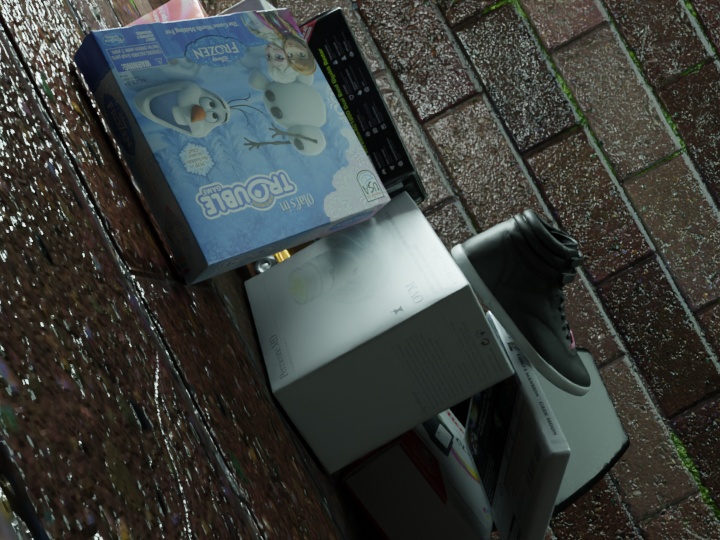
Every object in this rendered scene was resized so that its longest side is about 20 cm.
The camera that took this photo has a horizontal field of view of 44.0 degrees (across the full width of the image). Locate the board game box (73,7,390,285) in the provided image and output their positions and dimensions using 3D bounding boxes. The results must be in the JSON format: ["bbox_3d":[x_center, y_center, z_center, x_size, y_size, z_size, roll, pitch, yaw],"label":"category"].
[{"bbox_3d":[-0.097,-0.111,0.725,0.043,0.200,0.200,-33,-98,48],"label":"board game box"}]

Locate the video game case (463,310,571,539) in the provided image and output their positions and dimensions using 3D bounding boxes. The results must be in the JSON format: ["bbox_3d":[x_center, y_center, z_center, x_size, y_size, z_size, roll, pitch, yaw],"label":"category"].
[{"bbox_3d":[0.149,0.171,0.884,0.182,0.023,0.201,-108,-164,-48],"label":"video game case"}]

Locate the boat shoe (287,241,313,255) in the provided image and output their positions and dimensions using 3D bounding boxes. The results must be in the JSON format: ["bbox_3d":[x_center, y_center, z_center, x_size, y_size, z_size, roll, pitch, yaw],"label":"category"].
[{"bbox_3d":[-0.119,-0.084,1.145,0.200,0.072,0.065,46,-27,-11],"label":"boat shoe"}]

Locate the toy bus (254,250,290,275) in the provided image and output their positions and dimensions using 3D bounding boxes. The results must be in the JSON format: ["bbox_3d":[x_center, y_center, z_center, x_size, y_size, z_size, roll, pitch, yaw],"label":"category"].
[{"bbox_3d":[-0.060,0.047,1.057,0.200,0.078,0.065,63,1,38],"label":"toy bus"}]

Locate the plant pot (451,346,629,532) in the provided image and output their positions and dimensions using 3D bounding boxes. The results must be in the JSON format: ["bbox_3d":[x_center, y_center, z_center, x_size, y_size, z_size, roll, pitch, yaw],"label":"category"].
[{"bbox_3d":[0.214,0.198,1.128,0.200,0.177,0.200,-44,-115,58],"label":"plant pot"}]

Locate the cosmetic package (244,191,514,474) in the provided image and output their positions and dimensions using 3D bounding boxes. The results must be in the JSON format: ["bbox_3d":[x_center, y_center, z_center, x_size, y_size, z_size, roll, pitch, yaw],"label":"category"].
[{"bbox_3d":[0.009,0.053,0.873,0.123,0.199,0.200,58,3,-32],"label":"cosmetic package"}]

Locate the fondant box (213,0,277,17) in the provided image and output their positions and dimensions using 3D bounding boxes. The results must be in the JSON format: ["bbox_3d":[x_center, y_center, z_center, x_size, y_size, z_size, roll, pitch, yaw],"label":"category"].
[{"bbox_3d":[-0.090,-0.219,0.987,0.145,0.058,0.200,61,6,-10],"label":"fondant box"}]

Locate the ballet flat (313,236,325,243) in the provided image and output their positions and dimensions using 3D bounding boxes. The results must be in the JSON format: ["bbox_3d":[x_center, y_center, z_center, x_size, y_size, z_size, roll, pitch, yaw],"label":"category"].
[{"bbox_3d":[0.000,0.000,1.014,0.070,0.069,0.201,-117,-178,-53],"label":"ballet flat"}]

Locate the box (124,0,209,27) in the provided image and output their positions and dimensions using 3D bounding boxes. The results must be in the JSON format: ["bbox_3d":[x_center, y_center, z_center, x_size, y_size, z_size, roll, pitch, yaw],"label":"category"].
[{"bbox_3d":[-0.167,-0.172,0.871,0.095,0.102,0.200,59,4,-46],"label":"box"}]

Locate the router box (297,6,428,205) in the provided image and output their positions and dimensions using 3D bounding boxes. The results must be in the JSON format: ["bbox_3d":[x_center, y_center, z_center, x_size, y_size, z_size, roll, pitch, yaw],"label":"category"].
[{"bbox_3d":[0.002,-0.166,0.978,0.150,0.062,0.201,30,36,-78],"label":"router box"}]

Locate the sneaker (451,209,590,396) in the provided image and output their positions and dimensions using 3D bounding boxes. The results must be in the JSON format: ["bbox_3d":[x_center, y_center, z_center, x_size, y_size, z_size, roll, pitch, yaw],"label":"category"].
[{"bbox_3d":[0.183,0.029,0.840,0.200,0.099,0.071,49,16,-15],"label":"sneaker"}]

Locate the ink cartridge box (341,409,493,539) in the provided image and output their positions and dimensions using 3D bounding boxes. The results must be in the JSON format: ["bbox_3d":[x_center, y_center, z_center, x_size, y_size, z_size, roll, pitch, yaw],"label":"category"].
[{"bbox_3d":[0.073,0.226,0.972,0.146,0.083,0.200,52,16,0],"label":"ink cartridge box"}]
